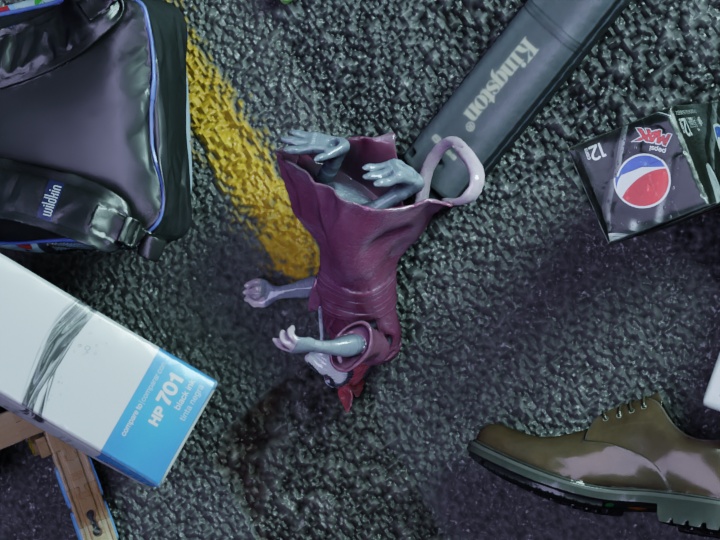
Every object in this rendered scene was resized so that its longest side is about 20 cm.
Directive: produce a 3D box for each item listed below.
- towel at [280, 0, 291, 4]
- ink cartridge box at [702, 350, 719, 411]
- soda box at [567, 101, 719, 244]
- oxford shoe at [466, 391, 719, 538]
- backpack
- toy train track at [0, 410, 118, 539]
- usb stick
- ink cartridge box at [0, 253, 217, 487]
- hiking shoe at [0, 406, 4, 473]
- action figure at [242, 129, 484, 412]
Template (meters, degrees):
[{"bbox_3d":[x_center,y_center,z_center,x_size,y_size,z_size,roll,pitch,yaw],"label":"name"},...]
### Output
[{"bbox_3d":[-0.043,-0.301,1.619,0.149,0.031,0.201,-30,84,20],"label":"towel"},{"bbox_3d":[0.334,0.048,1.483,0.199,0.084,0.147,21,100,17],"label":"ink cartridge box"},{"bbox_3d":[0.192,-0.062,1.463,0.070,0.200,0.064,-22,88,20],"label":"soda box"},{"bbox_3d":[0.168,0.119,1.564,0.199,0.073,0.085,9,82,16],"label":"oxford shoe"},{"bbox_3d":[-0.209,-0.099,1.631,0.189,0.154,0.201,-2,86,13],"label":"backpack"},{"bbox_3d":[-0.207,0.139,1.705,0.114,0.033,0.201,-21,97,-19],"label":"toy train track"},{"bbox_3d":[0.103,-0.128,1.579,0.055,0.033,0.200,42,107,11],"label":"usb stick"},{"bbox_3d":[-0.207,0.062,1.606,0.199,0.146,0.086,32,81,-7],"label":"ink cartridge box"},{"bbox_3d":[-0.337,0.097,1.743,0.199,0.076,0.101,8,75,23],"label":"hiking shoe"},{"bbox_3d":[0.000,0.000,1.599,0.148,0.134,0.201,-12,123,-11],"label":"action figure"}]
